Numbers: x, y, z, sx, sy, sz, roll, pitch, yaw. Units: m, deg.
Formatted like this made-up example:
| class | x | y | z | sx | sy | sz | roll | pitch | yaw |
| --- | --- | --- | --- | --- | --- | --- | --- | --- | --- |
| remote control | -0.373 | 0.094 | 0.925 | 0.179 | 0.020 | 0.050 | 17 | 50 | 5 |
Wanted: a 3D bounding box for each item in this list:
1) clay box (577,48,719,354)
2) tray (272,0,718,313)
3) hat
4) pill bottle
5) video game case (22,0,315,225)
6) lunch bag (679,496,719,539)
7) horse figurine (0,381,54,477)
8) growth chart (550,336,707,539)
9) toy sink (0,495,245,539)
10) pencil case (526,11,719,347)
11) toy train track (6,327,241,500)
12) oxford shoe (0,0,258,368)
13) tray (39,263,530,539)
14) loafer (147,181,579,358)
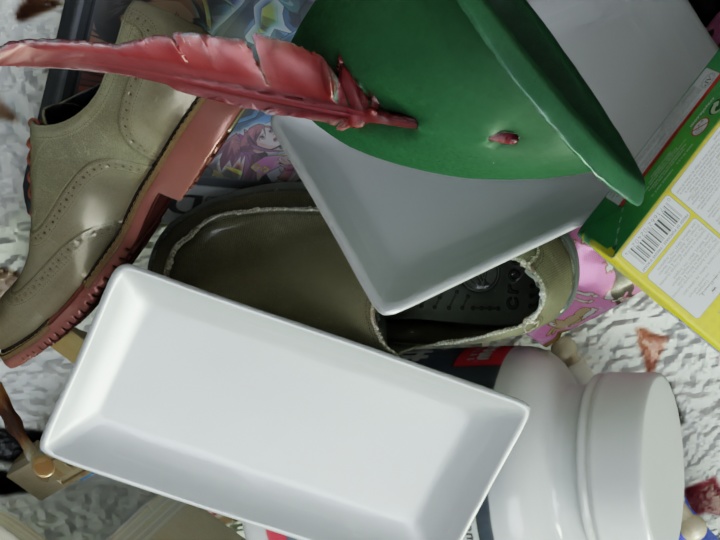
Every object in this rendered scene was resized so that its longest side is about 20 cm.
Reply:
| class | x | y | z | sx | sy | sz | roll | pitch | yaw |
| --- | --- | --- | --- | --- | --- | --- | --- | --- | --- |
| clay box | 0.205 | 0.002 | 1.081 | 0.200 | 0.048 | 0.115 | 39 | 91 | -24 |
| tray | 0.070 | -0.061 | 1.089 | 0.199 | 0.108 | 0.022 | -25 | 159 | -15 |
| hat | -0.009 | -0.060 | 1.017 | 0.176 | 0.166 | 0.200 | -37 | 88 | 11 |
| pill bottle | 0.051 | 0.097 | 1.198 | 0.199 | 0.120 | 0.120 | -3 | 136 | 20 |
| video game case | -0.046 | -0.101 | 1.108 | 0.179 | 0.026 | 0.201 | 5 | 129 | -19 |
| lunch bag | 0.119 | 0.202 | 1.351 | 0.199 | 0.124 | 0.170 | -22 | 135 | 17 |
| horse figurine | -0.203 | 0.015 | 1.117 | 0.050 | 0.132 | 0.201 | -33 | 126 | -15 |
| growth chart | 0.059 | 0.124 | 1.271 | 0.199 | 0.145 | 0.018 | -33 | 166 | 10 |
| toy sink | -0.108 | 0.201 | 1.274 | 0.199 | 0.112 | 0.131 | 33 | 123 | 11 |
| pencil case | 0.138 | -0.049 | 1.164 | 0.199 | 0.083 | 0.087 | -34 | 123 | 15 |
| toy train track | -0.113 | 0.067 | 1.190 | 0.115 | 0.033 | 0.200 | 38 | 143 | -17 |
| oxford shoe | -0.121 | -0.039 | 1.094 | 0.075 | 0.071 | 0.200 | 37 | 119 | -6 |
| tray | -0.034 | 0.066 | 1.104 | 0.199 | 0.022 | 0.108 | 20 | 118 | -14 |
| loafer | 0.000 | 0.000 | 1.113 | 0.198 | 0.070 | 0.076 | -3 | 100 | 4 |
